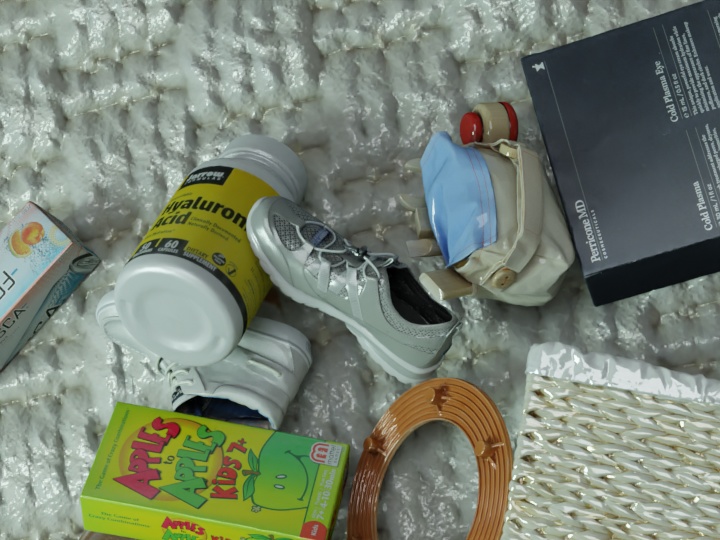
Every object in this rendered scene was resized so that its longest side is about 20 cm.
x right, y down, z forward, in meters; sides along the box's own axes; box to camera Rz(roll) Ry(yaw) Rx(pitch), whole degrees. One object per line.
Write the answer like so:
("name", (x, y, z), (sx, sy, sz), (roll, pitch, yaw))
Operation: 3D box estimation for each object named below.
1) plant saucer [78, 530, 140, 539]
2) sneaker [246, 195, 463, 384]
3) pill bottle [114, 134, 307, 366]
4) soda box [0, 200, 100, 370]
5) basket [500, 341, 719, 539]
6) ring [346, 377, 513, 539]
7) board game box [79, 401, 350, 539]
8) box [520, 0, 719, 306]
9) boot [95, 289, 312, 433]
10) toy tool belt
("plant saucer", (-0.174, 0.261, 1.288), (0.200, 0.037, 0.201), (-11, 59, 19))
("sneaker", (0.000, 0.000, 1.250), (0.200, 0.082, 0.075), (38, 44, -4))
("pill bottle", (-0.116, -0.024, 1.303), (0.111, 0.111, 0.200), (10, 43, 16))
("soda box", (-0.331, 0.037, 1.398), (0.064, 0.068, 0.200), (42, 89, 20))
("basket", (0.214, 0.159, 1.164), (0.200, 0.198, 0.161), (12, 81, 15))
("ring", (0.047, 0.181, 1.229), (0.200, 0.019, 0.201), (-29, 52, 46))
("board game box", (-0.116, 0.176, 1.271), (0.199, 0.048, 0.102), (10, 46, 5))
("box", (0.247, -0.097, 1.274), (0.182, 0.104, 0.200), (-16, 72, 8))
("boot", (-0.147, 0.079, 1.325), (0.200, 0.074, 0.096), (11, 50, 15))
("toy tool belt", (0.087, -0.059, 1.262), (0.123, 0.125, 0.200), (-2, 53, -19))
